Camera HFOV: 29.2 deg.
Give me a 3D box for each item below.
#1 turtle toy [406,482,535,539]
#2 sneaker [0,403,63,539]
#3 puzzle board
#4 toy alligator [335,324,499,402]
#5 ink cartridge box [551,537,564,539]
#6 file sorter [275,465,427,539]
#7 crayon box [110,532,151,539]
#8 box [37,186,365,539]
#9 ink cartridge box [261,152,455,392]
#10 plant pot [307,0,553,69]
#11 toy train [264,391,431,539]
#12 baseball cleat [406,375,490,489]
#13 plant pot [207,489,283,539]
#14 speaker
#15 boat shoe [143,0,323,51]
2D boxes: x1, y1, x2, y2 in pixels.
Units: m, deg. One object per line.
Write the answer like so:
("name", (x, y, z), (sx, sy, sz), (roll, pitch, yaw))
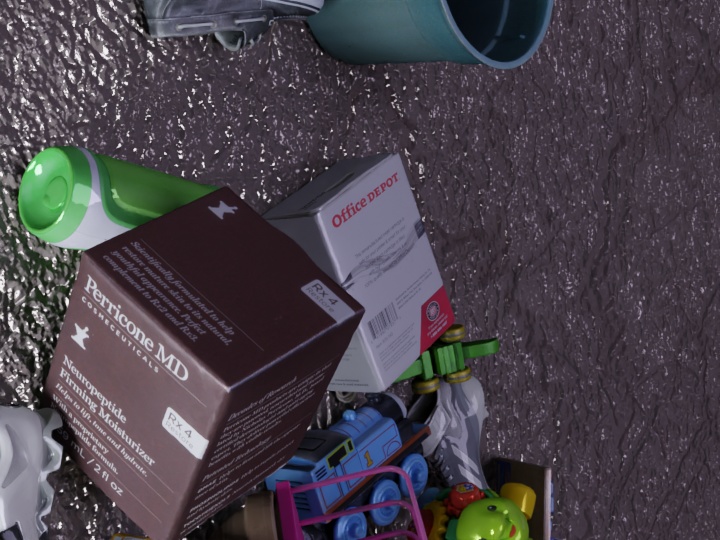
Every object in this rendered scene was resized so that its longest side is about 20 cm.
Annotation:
("turtle toy", (0.107, 0.268, 1.366), (0.101, 0.200, 0.146), (27, 65, -21))
("sneaker", (-0.287, 0.202, 1.070), (0.088, 0.074, 0.201), (16, 67, -47))
("puzzle board", (0.185, 0.316, 1.561), (0.017, 0.151, 0.201), (2, 87, -14))
("toy alligator", (0.053, 0.099, 1.476), (0.200, 0.054, 0.059), (-15, 100, -23))
("ink cartridge box", (0.246, 0.441, 1.694), (0.200, 0.047, 0.198), (47, 56, -42))
("file sorter", (0.007, 0.296, 1.257), (0.139, 0.125, 0.200), (-104, -177, -50))
("crayon box", (-0.156, 0.286, 1.117), (0.126, 0.200, 0.052), (-55, 127, -34))
("box", (-0.133, 0.076, 1.114), (0.164, 0.166, 0.200), (-29, 153, -45))
("ink cartridge box", (0.000, 0.000, 1.394), (0.145, 0.083, 0.200), (-39, 117, -43))
("plant pot", (0.058, -0.289, 1.382), (0.200, 0.196, 0.201), (3, 86, -49))
("toy train", (-0.007, 0.197, 1.375), (0.200, 0.087, 0.115), (-33, 116, -44))
("baseball cleat", (0.092, 0.215, 1.522), (0.106, 0.070, 0.201), (-3, 89, -33))
("plant pot", (-0.102, 0.304, 1.229), (0.201, 0.092, 0.201), (168, -90, -88))
("speaker", (-0.188, -0.047, 1.178), (0.200, 0.088, 0.089), (15, 78, -48))
("boat shoe", (-0.120, -0.239, 1.285), (0.200, 0.072, 0.071), (-6, 102, -39))
